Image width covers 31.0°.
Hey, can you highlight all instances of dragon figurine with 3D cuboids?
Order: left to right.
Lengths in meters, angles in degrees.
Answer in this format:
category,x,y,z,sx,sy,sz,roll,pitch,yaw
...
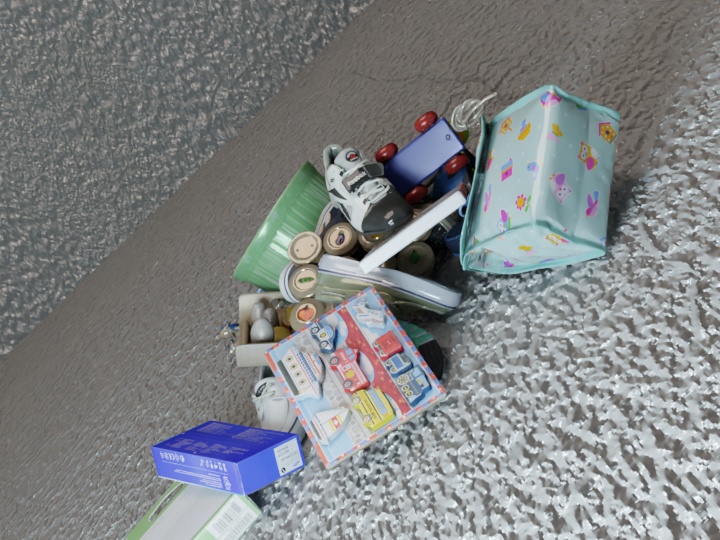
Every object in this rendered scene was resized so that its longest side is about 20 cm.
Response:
category,x,y,z,sx,sy,sz,roll,pitch,yaw
dragon figurine,-0.147,0.066,2.001,0.200,0.059,0.099,-44,17,2

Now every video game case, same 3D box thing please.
category,x,y,z,sx,sy,sz,roll,pitch,yaw
video game case,0.067,-0.053,1.542,0.142,0.018,0.200,-36,2,8

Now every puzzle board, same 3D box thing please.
category,x,y,z,sx,sy,sz,roll,pitch,yaw
puzzle board,-0.011,0.111,1.433,0.150,0.017,0.200,-31,42,-4

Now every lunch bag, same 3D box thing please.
category,x,y,z,sx,sy,sz,roll,pitch,yaw
lunch bag,0.182,-0.091,1.439,0.199,0.121,0.172,-17,58,60

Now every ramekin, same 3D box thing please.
category,x,y,z,sx,sy,sz,roll,pitch,yaw
ramekin,-0.092,-0.049,1.894,0.201,0.097,0.200,-57,2,3

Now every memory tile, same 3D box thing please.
category,x,y,z,sx,sy,sz,roll,pitch,yaw
memory tile,0.000,0.000,1.660,0.198,0.017,0.155,-12,57,16

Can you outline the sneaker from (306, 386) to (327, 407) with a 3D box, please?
category,x,y,z,sx,sy,sz,roll,pitch,yaw
sneaker,-0.045,0.146,1.526,0.076,0.092,0.200,-45,17,-7

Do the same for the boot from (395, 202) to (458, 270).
category,x,y,z,sx,sy,sz,roll,pitch,yaw
boot,0.037,-0.017,1.747,0.154,0.073,0.203,-51,19,-15

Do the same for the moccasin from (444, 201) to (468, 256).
category,x,y,z,sx,sy,sz,roll,pitch,yaw
moccasin,0.174,-0.085,1.596,0.199,0.068,0.081,-31,21,37

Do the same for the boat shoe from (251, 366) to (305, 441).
category,x,y,z,sx,sy,sz,roll,pitch,yaw
boat shoe,-0.111,0.170,1.665,0.073,0.067,0.200,-41,18,11

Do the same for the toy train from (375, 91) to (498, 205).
category,x,y,z,sx,sy,sz,roll,pitch,yaw
toy train,0.120,-0.177,1.718,0.199,0.085,0.116,-37,0,24

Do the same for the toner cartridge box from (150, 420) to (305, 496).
category,x,y,z,sx,sy,sz,roll,pitch,yaw
toner cartridge box,-0.163,0.225,1.578,0.094,0.044,0.199,-19,11,-36

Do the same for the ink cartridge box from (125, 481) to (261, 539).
category,x,y,z,sx,sy,sz,roll,pitch,yaw
ink cartridge box,-0.209,0.314,1.593,0.146,0.048,0.200,-48,16,-11

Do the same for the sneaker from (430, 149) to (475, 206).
category,x,y,z,sx,sy,sz,roll,pitch,yaw
sneaker,0.136,-0.107,1.748,0.078,0.066,0.200,-46,15,12

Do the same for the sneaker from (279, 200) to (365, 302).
category,x,y,z,sx,sy,sz,roll,pitch,yaw
sneaker,-0.027,-0.032,1.769,0.079,0.079,0.201,-5,42,44

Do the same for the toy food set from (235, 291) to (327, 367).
category,x,y,z,sx,sy,sz,roll,pitch,yaw
toy food set,-0.095,0.069,1.741,0.142,0.061,0.200,-3,20,-3

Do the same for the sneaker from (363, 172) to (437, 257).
category,x,y,z,sx,sy,sz,roll,pitch,yaw
sneaker,0.033,-0.077,1.922,0.200,0.076,0.115,-40,9,-19

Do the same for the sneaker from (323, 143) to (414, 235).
category,x,y,z,sx,sy,sz,roll,pitch,yaw
sneaker,-0.002,-0.109,1.676,0.074,0.089,0.200,-30,31,-15

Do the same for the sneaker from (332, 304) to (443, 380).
category,x,y,z,sx,sy,sz,roll,pitch,yaw
sneaker,0.036,0.106,1.511,0.074,0.088,0.200,-21,30,-23

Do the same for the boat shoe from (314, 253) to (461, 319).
category,x,y,z,sx,sy,sz,roll,pitch,yaw
boat shoe,0.032,0.029,1.589,0.198,0.072,0.063,14,90,33
